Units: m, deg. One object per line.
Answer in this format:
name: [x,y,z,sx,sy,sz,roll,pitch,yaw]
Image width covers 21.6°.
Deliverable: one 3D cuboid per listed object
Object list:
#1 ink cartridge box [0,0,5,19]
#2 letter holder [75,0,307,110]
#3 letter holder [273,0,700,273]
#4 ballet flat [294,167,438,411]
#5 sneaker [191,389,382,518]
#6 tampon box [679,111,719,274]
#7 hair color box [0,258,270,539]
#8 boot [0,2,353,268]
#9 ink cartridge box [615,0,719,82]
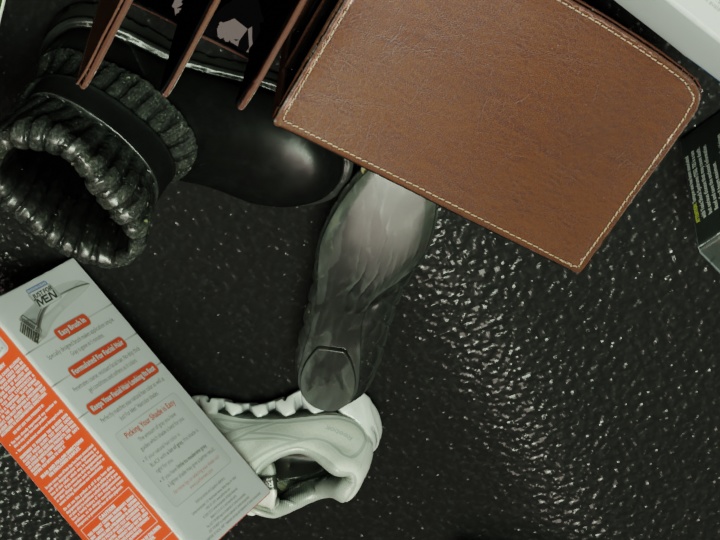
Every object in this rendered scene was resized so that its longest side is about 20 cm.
ink cartridge box: [-0.218,-0.122,1.017,0.048,0.146,0.201,9,105,-13]
letter holder: [-0.063,-0.182,1.004,0.100,0.142,0.200,25,122,-13]
letter holder: [0.073,-0.117,1.058,0.200,0.101,0.142,25,120,-13]
ballet flat: [0.000,0.000,1.178,0.066,0.057,0.200,18,121,-4]
sneaker: [-0.086,0.129,1.253,0.199,0.081,0.075,-10,125,12]
tampon box: [0.309,-0.055,1.078,0.200,0.126,0.150,-37,114,25]
hair color box: [-0.160,0.098,1.175,0.064,0.111,0.200,-40,88,27]
boot: [-0.106,-0.059,1.079,0.211,0.158,0.080,21,123,-11]
ink cartridge box: [0.244,-0.186,0.970,0.146,0.086,0.200,34,89,-18]
